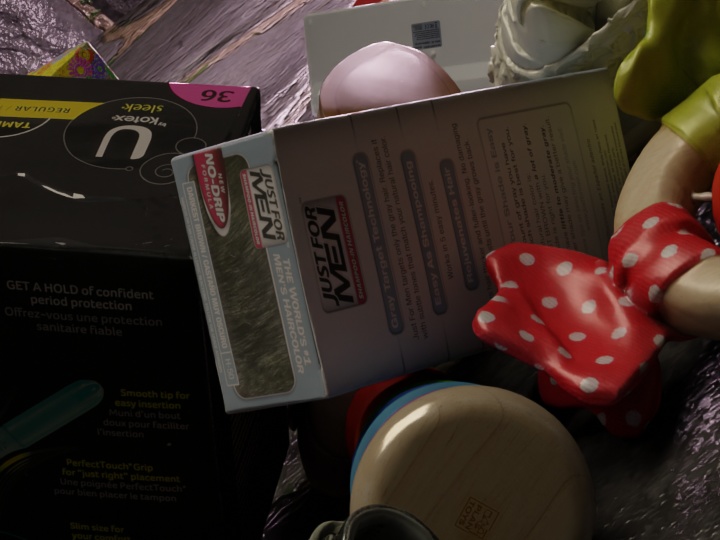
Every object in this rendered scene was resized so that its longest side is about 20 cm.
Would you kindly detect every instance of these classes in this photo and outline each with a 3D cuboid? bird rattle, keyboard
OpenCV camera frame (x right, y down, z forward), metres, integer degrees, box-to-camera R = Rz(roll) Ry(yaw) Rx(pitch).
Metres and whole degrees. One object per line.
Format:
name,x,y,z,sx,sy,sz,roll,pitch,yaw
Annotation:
bird rattle,0.136,-0.028,0.899,0.162,0.113,0.200,-3,38,40
keyboard,0.036,-0.112,1.231,0.011,0.057,0.199,-2,0,-40

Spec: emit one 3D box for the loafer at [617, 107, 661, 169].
loafer,0.076,-0.050,1.118,0.075,0.069,0.199,-8,-15,-47

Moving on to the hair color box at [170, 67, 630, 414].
hair color box,0.026,-0.015,0.947,0.060,0.100,0.199,-11,2,44

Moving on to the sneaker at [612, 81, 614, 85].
sneaker,0.095,-0.071,1.211,0.200,0.075,0.089,-43,24,17

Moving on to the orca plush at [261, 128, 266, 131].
orca plush,-0.028,-0.027,1.340,0.072,0.105,0.200,-69,15,-11

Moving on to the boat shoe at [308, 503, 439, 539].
boat shoe,0.011,0.107,0.765,0.199,0.071,0.072,-1,13,44

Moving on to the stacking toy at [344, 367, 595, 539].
stacking toy,0.027,0.075,0.909,0.085,0.086,0.200,-40,8,-3

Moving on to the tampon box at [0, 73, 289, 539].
tampon box,-0.118,0.034,1.017,0.149,0.201,0.127,4,36,9

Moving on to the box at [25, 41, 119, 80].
box,-0.182,0.018,1.360,0.122,0.193,0.200,-19,25,53

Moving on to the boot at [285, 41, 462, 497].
boot,0.000,0.000,1.086,0.200,0.070,0.147,-78,1,-62

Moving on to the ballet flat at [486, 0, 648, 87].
ballet flat,0.102,-0.127,1.001,0.200,0.072,0.072,-37,12,45

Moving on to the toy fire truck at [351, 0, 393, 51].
toy fire truck,0.055,-0.165,1.298,0.176,0.200,0.129,-39,14,-1
